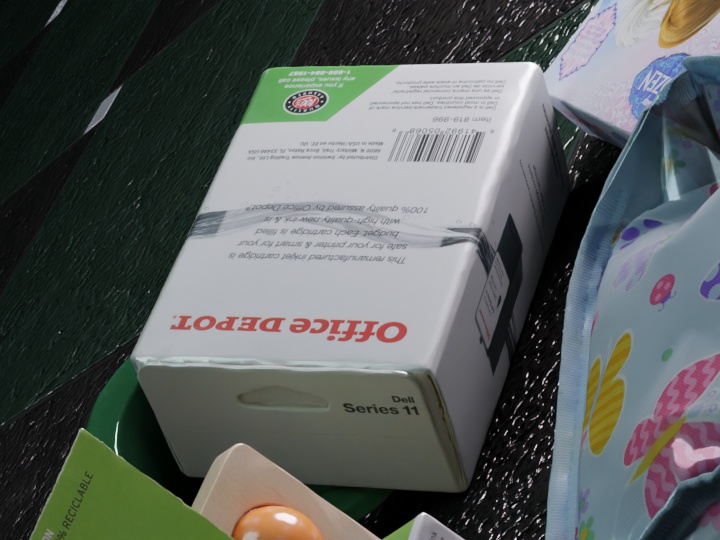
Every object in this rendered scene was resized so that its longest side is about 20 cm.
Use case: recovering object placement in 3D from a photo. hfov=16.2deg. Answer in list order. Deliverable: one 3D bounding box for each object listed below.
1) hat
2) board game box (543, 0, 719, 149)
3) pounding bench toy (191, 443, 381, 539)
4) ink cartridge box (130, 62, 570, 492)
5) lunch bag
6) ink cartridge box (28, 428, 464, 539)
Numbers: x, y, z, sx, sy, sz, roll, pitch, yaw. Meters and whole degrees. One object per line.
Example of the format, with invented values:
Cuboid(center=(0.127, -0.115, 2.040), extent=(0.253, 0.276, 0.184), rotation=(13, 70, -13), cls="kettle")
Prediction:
Cuboid(center=(-0.038, 0.126, 1.231), extent=(0.199, 0.176, 0.166), rotation=(5, 46, 25), cls="hat")
Cuboid(center=(0.177, -0.136, 1.130), extent=(0.200, 0.041, 0.200), rotation=(-53, 16, 2), cls="board game box")
Cuboid(center=(-0.081, 0.145, 0.987), extent=(0.156, 0.200, 0.125), rotation=(-35, 24, 48), cls="pounding bench toy")
Cuboid(center=(0.000, 0.000, 1.154), extent=(0.146, 0.083, 0.200), rotation=(2, 45, 23), cls="ink cartridge box")
Cuboid(center=(0.144, 0.036, 0.643), extent=(0.127, 0.169, 0.200), rotation=(-46, 17, 29), cls="lunch bag")
Cuboid(center=(-0.018, 0.145, 0.811), extent=(0.076, 0.200, 0.148), rotation=(-37, 23, 44), cls="ink cartridge box")
